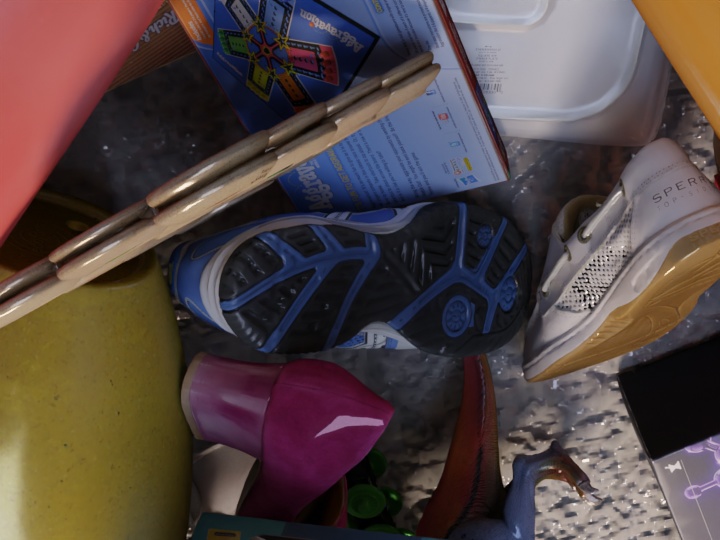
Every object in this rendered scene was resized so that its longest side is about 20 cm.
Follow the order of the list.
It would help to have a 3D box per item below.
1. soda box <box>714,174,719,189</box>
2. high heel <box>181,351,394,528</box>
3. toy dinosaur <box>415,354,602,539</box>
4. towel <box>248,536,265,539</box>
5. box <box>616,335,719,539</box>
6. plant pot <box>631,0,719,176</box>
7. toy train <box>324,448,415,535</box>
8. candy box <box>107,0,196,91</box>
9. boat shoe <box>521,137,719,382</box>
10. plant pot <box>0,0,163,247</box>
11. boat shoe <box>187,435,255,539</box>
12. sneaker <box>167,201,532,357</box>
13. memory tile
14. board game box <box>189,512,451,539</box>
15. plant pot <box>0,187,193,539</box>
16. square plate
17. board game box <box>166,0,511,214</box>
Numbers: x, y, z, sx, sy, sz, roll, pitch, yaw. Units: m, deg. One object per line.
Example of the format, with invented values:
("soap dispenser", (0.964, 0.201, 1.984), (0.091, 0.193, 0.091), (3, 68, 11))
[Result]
("soda box", (0.220, 0.028, 0.952), (0.063, 0.200, 0.070), (-11, 124, -1))
("high heel", (-0.011, 0.097, 0.958), (0.096, 0.068, 0.200), (12, 149, 21))
("toy dinosaur", (0.042, 0.160, 1.066), (0.181, 0.105, 0.200), (-38, 94, -1))
("towel", (-0.037, 0.217, 0.905), (0.165, 0.086, 0.200), (31, 137, -14))
("box", (0.236, 0.123, 1.095), (0.141, 0.079, 0.200), (-21, 124, 8))
("plant pot", (0.200, -0.122, 0.852), (0.200, 0.200, 0.183), (-42, 119, 18))
("toy train", (0.011, 0.174, 1.113), (0.056, 0.042, 0.200), (-13, 125, 12))
("candy box", (-0.165, -0.118, 0.876), (0.199, 0.055, 0.116), (-24, 124, 6))
("boat shoe", (0.120, -0.004, 0.972), (0.071, 0.070, 0.200), (-18, 164, -24))
("plant pot", (-0.169, -0.106, 0.753), (0.177, 0.200, 0.200), (-46, 120, 6))
("boat shoe", (-0.105, 0.127, 1.041), (0.199, 0.069, 0.072), (-26, 122, 6))
("sneaker", (0.000, 0.000, 0.968), (0.199, 0.077, 0.076), (5, 94, -40))
("memory tile", (-0.058, -0.032, 0.817), (0.153, 0.200, 0.017), (-28, 93, 31))
("board game box", (0.008, 0.202, 0.975), (0.150, 0.047, 0.200), (4, 135, 17))
("plant pot", (-0.156, 0.045, 0.912), (0.199, 0.200, 0.142), (12, 112, -17))
("square plate", (0.059, -0.140, 0.918), (0.199, 0.028, 0.199), (2, 122, -11))
("board game box", (-0.005, -0.084, 0.893), (0.103, 0.020, 0.200), (-14, 149, 10))
